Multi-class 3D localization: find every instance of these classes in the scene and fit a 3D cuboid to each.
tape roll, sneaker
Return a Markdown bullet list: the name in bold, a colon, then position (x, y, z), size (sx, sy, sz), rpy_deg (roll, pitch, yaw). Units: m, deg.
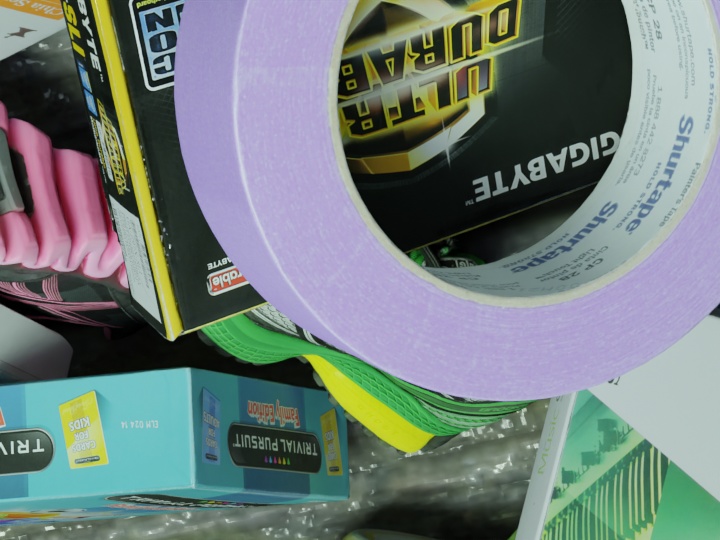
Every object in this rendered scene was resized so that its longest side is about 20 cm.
- **tape roll**: position (0.043, -0.061, 0.882), size (0.200, 0.066, 0.201), rpy_deg (-3, 99, -20)
- **sneaker**: position (0.000, 0.000, 1.028), size (0.085, 0.078, 0.200), rpy_deg (-22, 143, 35)
- **sneaker**: position (-0.140, -0.014, 1.052), size (0.200, 0.079, 0.095), rpy_deg (18, 142, -39)

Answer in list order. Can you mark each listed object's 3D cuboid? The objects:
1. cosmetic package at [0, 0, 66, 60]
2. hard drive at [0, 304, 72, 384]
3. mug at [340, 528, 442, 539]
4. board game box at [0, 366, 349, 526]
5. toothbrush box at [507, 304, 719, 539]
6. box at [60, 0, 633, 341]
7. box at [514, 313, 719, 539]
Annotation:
- **cosmetic package**: position (-0.166, -0.120, 0.984), size (0.200, 0.101, 0.071), rpy_deg (-20, 67, 42)
- **hard drive**: position (-0.232, 0.017, 1.068), size (0.200, 0.132, 0.027), rpy_deg (2, 72, 33)
- **mug**: position (0.011, 0.188, 1.091), size (0.149, 0.186, 0.154), rpy_deg (13, 91, 32)
- **board game box**: position (-0.125, 0.074, 1.071), size (0.200, 0.151, 0.047), rpy_deg (-6, 82, 21)
- **toothbrush box**: position (0.149, 0.116, 1.031), size (0.146, 0.086, 0.200), rpy_deg (43, 80, -9)
- **box**: position (0.000, -0.085, 0.936), size (0.200, 0.049, 0.160), rpy_deg (-20, 112, -20)
- **box**: position (0.156, 0.099, 0.970), size (0.200, 0.036, 0.145), rpy_deg (15, 85, -9)
